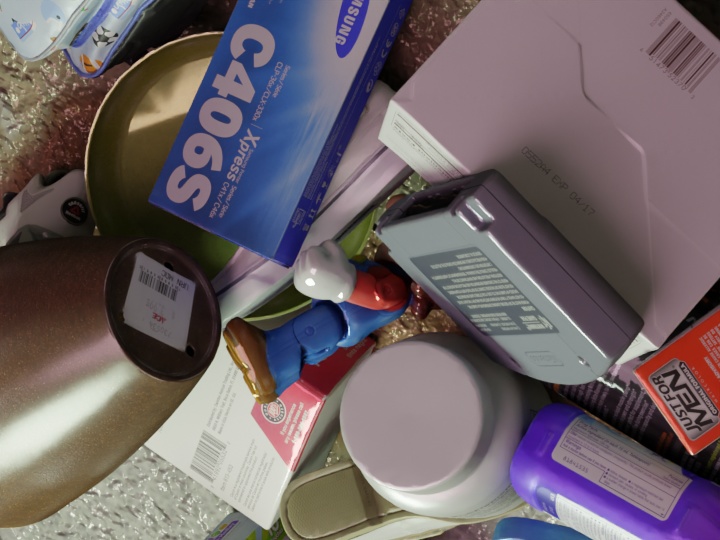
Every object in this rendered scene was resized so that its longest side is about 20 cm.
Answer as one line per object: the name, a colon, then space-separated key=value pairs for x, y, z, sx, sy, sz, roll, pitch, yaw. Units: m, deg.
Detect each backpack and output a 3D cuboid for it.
backpack: x=-0.177 y=-0.237 z=1.308 sx=0.200 sy=0.153 sz=0.192 roll=-39 pitch=77 yaw=45

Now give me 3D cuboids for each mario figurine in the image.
mario figurine: x=0.000 y=0.000 z=1.331 sx=0.107 sy=0.199 sz=0.123 roll=65 pitch=171 yaw=-25

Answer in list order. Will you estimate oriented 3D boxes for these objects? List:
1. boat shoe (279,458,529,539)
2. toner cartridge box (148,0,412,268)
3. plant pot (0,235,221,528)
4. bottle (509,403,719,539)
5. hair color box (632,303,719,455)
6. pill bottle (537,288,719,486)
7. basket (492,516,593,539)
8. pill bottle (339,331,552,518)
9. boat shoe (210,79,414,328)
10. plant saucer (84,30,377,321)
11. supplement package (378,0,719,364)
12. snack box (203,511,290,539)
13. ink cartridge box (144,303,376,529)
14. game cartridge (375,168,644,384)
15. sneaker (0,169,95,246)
boat shoe: x=0.045 y=0.149 z=1.446 sx=0.198 sy=0.068 sz=0.076 roll=-12 pitch=79 yaw=16
toner cartridge box: x=-0.047 y=-0.113 z=1.292 sx=0.094 sy=0.043 sz=0.202 roll=24 pitch=90 yaw=17
plant pot: x=-0.187 y=0.052 z=1.340 sx=0.199 sy=0.187 sz=0.188 roll=-25 pitch=103 yaw=43
bottle: x=0.187 y=0.151 z=1.237 sx=0.199 sy=0.066 sz=0.084 roll=28 pitch=171 yaw=25
hair color box: x=0.252 y=0.020 z=1.156 sx=0.199 sy=0.101 sz=0.061 roll=-36 pitch=82 yaw=10
pill bottle: x=0.176 y=0.048 z=1.279 sx=0.199 sy=0.106 sz=0.107 roll=31 pitch=129 yaw=13
basket: x=0.186 y=0.223 z=1.339 sx=0.198 sy=0.140 sz=0.177 roll=10 pitch=147 yaw=18
pill bottle: x=0.054 y=0.098 z=1.309 sx=0.113 sy=0.200 sz=0.116 roll=-2 pitch=82 yaw=15
boat shoe: x=-0.041 y=-0.041 z=1.339 sx=0.200 sy=0.072 sz=0.066 roll=-42 pitch=84 yaw=19
plant saucer: x=-0.085 y=-0.065 z=1.385 sx=0.198 sy=0.031 sz=0.202 roll=1 pitch=109 yaw=4
supplement package: x=0.135 y=-0.074 z=1.181 sx=0.200 sy=0.156 sz=0.111 roll=43 pitch=172 yaw=2
snack box: x=-0.104 y=0.291 z=1.541 sx=0.053 sy=0.200 sz=0.143 roll=-12 pitch=111 yaw=37
ink cartridge box: x=-0.108 y=0.066 z=1.484 sx=0.199 sy=0.084 sz=0.145 roll=33 pitch=130 yaw=11
game cartridge: x=0.083 y=0.007 z=1.158 sx=0.133 sy=0.042 sz=0.200 roll=41 pitch=169 yaw=-10
sneaker: x=-0.236 y=-0.026 z=1.529 sx=0.074 sy=0.089 sz=0.199 roll=32 pitch=158 yaw=-22
